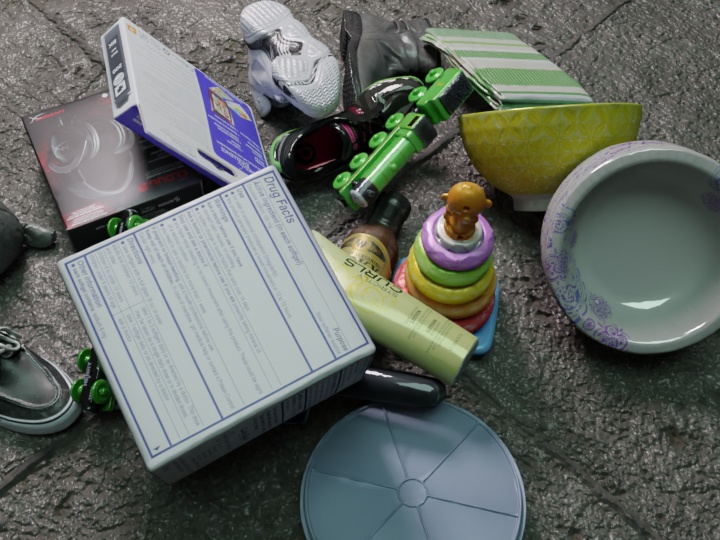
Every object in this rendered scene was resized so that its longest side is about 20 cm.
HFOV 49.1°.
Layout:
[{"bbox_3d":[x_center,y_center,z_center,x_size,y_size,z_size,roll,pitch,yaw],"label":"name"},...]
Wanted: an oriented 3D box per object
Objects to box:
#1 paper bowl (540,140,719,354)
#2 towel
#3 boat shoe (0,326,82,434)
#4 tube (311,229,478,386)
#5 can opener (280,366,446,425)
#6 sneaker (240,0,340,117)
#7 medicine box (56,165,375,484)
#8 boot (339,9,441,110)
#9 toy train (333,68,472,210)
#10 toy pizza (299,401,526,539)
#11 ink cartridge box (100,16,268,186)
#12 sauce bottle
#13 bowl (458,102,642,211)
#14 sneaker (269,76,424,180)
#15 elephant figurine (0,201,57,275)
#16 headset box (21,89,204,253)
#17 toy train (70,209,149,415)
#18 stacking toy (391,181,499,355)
[{"bbox_3d":[0.281,-0.028,0.787,0.198,0.203,0.104,11,16,5],"label":"paper bowl"},{"bbox_3d":[0.178,-0.247,0.965,0.151,0.024,0.201,-6,39,-26],"label":"towel"},{"bbox_3d":[-0.351,0.083,0.742,0.198,0.068,0.074,30,59,17],"label":"boat shoe"},{"bbox_3d":[0.014,0.035,0.737,0.199,0.052,0.058,32,15,15],"label":"tube"},{"bbox_3d":[-0.018,0.104,0.739,0.197,0.063,0.080,2,95,10],"label":"can opener"},{"bbox_3d":[-0.080,-0.222,0.936,0.074,0.116,0.201,-22,56,-17],"label":"sneaker"},{"bbox_3d":[-0.116,0.045,0.658,0.198,0.103,0.183,-26,74,-15],"label":"medicine box"},{"bbox_3d":[0.043,-0.258,1.002,0.130,0.070,0.202,2,60,-9],"label":"boot"},{"bbox_3d":[0.047,-0.142,0.853,0.200,0.042,0.056,-50,33,-11],"label":"toy train"},{"bbox_3d":[0.046,0.202,0.696,0.197,0.032,0.202,-1,49,1],"label":"toy pizza"},{"bbox_3d":[-0.177,-0.152,0.842,0.043,0.197,0.201,-39,48,19],"label":"ink cartridge box"},{"bbox_3d":[0.000,0.000,0.820,0.064,0.065,0.201,18,56,10],"label":"sauce bottle"},{"bbox_3d":[0.208,-0.122,0.874,0.197,0.200,0.109,-3,98,-5],"label":"bowl"},{"bbox_3d":[-0.007,-0.153,0.897,0.199,0.077,0.084,-31,23,-4],"label":"sneaker"},{"bbox_3d":[-0.419,-0.061,0.758,0.140,0.201,0.156,21,56,12],"label":"elephant figurine"},{"bbox_3d":[-0.267,-0.103,0.871,0.147,0.078,0.201,-22,58,-17],"label":"headset box"},{"bbox_3d":[-0.231,0.040,0.761,0.041,0.056,0.203,-4,70,30],"label":"toy train"},{"bbox_3d":[0.088,-0.017,0.752,0.114,0.201,0.111,10,55,5],"label":"stacking toy"}]
